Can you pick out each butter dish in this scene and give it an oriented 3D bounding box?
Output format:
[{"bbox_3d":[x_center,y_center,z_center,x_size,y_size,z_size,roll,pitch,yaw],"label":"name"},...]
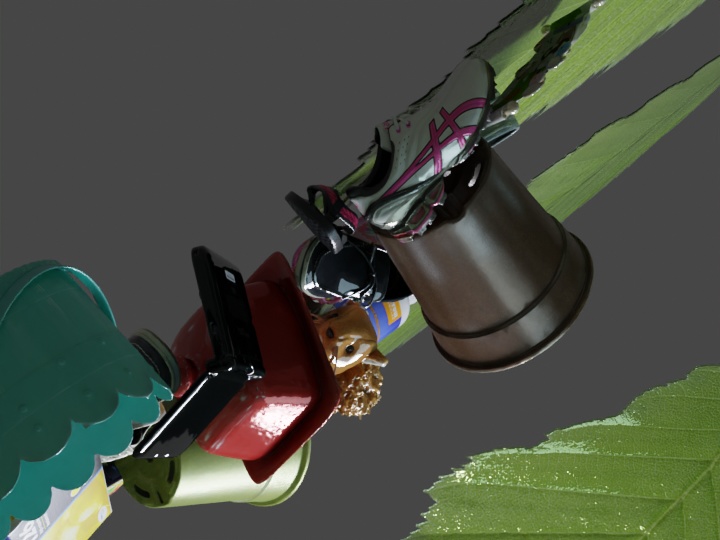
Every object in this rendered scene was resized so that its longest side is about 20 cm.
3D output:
[{"bbox_3d":[-0.142,0.109,1.767,0.147,0.201,0.200,-2,147,-38],"label":"butter dish"}]

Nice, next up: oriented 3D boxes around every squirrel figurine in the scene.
[{"bbox_3d":[-0.052,0.106,1.939,0.186,0.142,0.200,-34,155,18],"label":"squirrel figurine"}]

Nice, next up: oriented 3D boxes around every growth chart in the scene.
[{"bbox_3d":[0.179,-0.210,1.697,0.200,0.018,0.145,-50,-169,-27],"label":"growth chart"}]

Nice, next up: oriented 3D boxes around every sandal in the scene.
[{"bbox_3d":[-0.032,-0.058,1.647,0.045,0.075,0.200,-41,179,3],"label":"sandal"}]

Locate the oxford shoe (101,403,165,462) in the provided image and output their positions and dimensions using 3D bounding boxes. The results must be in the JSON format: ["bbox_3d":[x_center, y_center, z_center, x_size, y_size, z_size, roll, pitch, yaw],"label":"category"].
[{"bbox_3d":[-0.283,0.193,1.903,0.075,0.058,0.200,-35,172,-45],"label":"oxford shoe"}]

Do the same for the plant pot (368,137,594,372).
[{"bbox_3d":[0.117,-0.029,1.763,0.199,0.198,0.201,-24,-141,21],"label":"plant pot"}]

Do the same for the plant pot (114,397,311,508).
[{"bbox_3d":[-0.196,0.213,2.035,0.189,0.201,0.200,-12,153,-49],"label":"plant pot"}]

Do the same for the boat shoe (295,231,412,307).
[{"bbox_3d":[0.000,0.000,1.794,0.200,0.062,0.075,8,96,-56],"label":"boat shoe"}]

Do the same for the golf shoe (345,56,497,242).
[{"bbox_3d":[0.063,-0.132,1.637,0.201,0.092,0.073,-60,-159,-7],"label":"golf shoe"}]

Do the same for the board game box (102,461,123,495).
[{"bbox_3d":[-0.390,0.302,2.010,0.165,0.057,0.200,-47,169,33],"label":"board game box"}]

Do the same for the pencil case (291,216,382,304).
[{"bbox_3d":[0.005,-0.023,1.931,0.087,0.088,0.200,-45,170,35],"label":"pencil case"}]

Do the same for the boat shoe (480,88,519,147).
[{"bbox_3d":[0.092,-0.121,1.842,0.200,0.072,0.070,-39,172,-6],"label":"boat shoe"}]

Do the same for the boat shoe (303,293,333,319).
[{"bbox_3d":[-0.094,0.058,2.019,0.074,0.075,0.203,-20,157,-27],"label":"boat shoe"}]

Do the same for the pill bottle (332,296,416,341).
[{"bbox_3d":[-0.006,0.048,2.165,0.200,0.112,0.112,-35,171,-29],"label":"pill bottle"}]

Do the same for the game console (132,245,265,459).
[{"bbox_3d":[-0.166,0.082,1.599,0.116,0.177,0.200,-15,173,3],"label":"game console"}]

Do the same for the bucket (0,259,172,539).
[{"bbox_3d":[-0.254,0.097,1.236,0.207,0.135,0.207,-39,173,-6],"label":"bucket"}]

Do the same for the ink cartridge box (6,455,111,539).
[{"bbox_3d":[-0.360,0.290,1.831,0.200,0.047,0.198,-52,164,-27],"label":"ink cartridge box"}]

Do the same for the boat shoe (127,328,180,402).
[{"bbox_3d":[-0.238,0.121,1.673,0.065,0.072,0.200,-40,179,-31],"label":"boat shoe"}]
